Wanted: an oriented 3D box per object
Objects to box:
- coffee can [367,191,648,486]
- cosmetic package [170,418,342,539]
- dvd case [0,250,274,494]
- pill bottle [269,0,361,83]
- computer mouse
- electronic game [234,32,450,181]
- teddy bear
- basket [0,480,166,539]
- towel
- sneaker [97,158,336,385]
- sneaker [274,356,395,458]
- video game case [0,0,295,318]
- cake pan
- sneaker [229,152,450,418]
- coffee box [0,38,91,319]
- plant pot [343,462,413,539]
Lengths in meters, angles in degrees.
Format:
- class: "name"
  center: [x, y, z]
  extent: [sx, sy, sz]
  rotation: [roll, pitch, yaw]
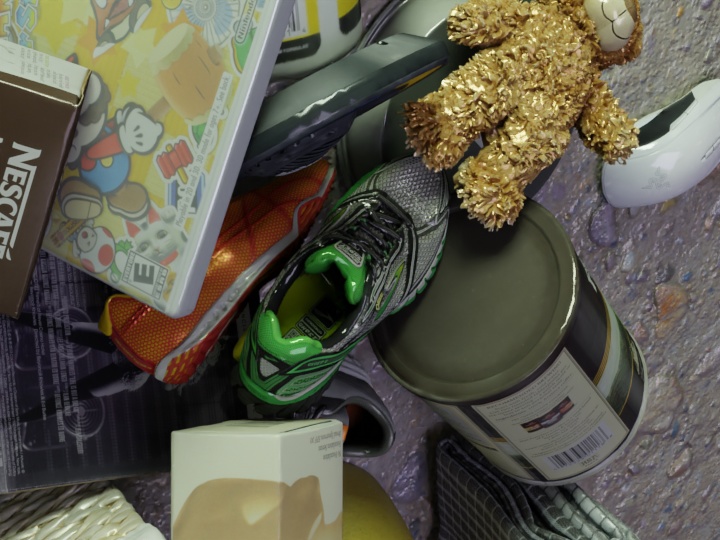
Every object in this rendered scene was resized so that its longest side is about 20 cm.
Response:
- class: "coffee can"
  center: [0.107, 0.052, 0.977]
  extent: [0.147, 0.146, 0.200]
  rotation: [-49, 146, -3]
- class: "cosmetic package"
  center: [-0.058, 0.190, 0.816]
  extent: [0.105, 0.070, 0.202]
  rotation: [0, 89, -70]
- class: "dvd case"
  center: [-0.145, 0.050, 0.850]
  extent: [0.198, 0.016, 0.150]
  rotation: [-3, 81, -35]
- class: "pill bottle"
  center: [-0.061, -0.213, 0.753]
  extent: [0.114, 0.114, 0.202]
  rotation: [-21, 126, -26]
- class: "computer mouse"
  center: [0.275, -0.107, 1.109]
  extent: [0.199, 0.044, 0.110]
  rotation: [-34, 131, -17]
- class: "electronic game"
  center: [-0.038, -0.080, 0.806]
  extent: [0.199, 0.200, 0.042]
  rotation: [-30, 95, -19]
- class: "teddy bear"
  center: [0.113, -0.120, 0.890]
  extent: [0.199, 0.067, 0.146]
  rotation: [-29, 85, -17]
- class: "basket"
  center: [-0.204, 0.241, 0.869]
  extent: [0.199, 0.161, 0.199]
  rotation: [-32, 130, -19]
- class: "towel"
  center: [0.128, 0.228, 1.083]
  extent: [0.085, 0.200, 0.167]
  rotation: [-24, 129, -24]
- class: "sneaker"
  center: [-0.081, -0.018, 0.859]
  extent: [0.200, 0.077, 0.073]
  rotation: [-47, 173, -41]
- class: "sneaker"
  center: [-0.055, 0.086, 0.949]
  extent: [0.199, 0.079, 0.074]
  rotation: [13, 108, -39]
- class: "video game case"
  center: [-0.134, -0.103, 0.724]
  extent: [0.023, 0.181, 0.202]
  rotation: [-17, 130, -65]
- class: "cake pan"
  center: [0.075, -0.109, 0.964]
  extent: [0.199, 0.037, 0.202]
  rotation: [-18, 124, -29]
- class: "sneaker"
  center: [0.000, 0.000, 0.856]
  extent: [0.201, 0.078, 0.085]
  rotation: [-55, 178, -30]
- class: "coffee box"
  center: [-0.241, -0.068, 0.670]
  extent: [0.198, 0.080, 0.115]
  rotation: [16, 107, -13]
- class: "plant pot"
  center: [-0.020, 0.263, 1.031]
  extent: [0.199, 0.142, 0.202]
  rotation: [-18, 124, -29]
